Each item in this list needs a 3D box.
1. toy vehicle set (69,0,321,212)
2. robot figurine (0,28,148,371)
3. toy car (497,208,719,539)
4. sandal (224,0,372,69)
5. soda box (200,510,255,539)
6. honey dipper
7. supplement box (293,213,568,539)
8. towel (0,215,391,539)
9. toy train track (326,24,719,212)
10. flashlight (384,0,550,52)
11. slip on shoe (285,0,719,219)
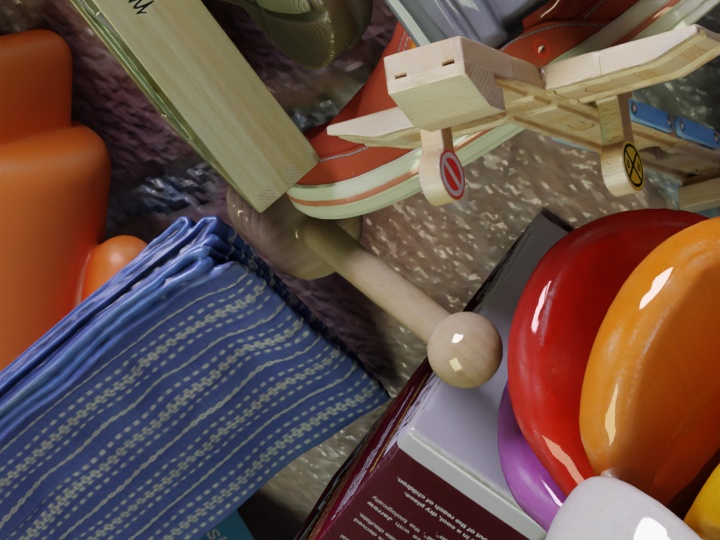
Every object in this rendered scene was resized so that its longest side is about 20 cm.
[{"bbox_3d":[-0.095,-0.115,0.897,0.200,0.026,0.124,52,176,-22],"label":"toy vehicle set"},{"bbox_3d":[-0.150,0.011,1.027,0.143,0.117,0.201,4,106,-12],"label":"robot figurine"},{"bbox_3d":[0.104,0.058,0.833,0.150,0.175,0.200,42,159,23],"label":"toy car"},{"bbox_3d":[-0.042,-0.122,0.839,0.082,0.055,0.200,53,173,-33],"label":"sandal"},{"bbox_3d":[-0.047,0.179,1.139,0.200,0.068,0.064,56,153,27],"label":"soda box"},{"bbox_3d":[0.000,0.000,0.911,0.038,0.038,0.200,52,176,-23],"label":"honey dipper"},{"bbox_3d":[0.027,0.079,1.010,0.061,0.109,0.200,34,143,0],"label":"supplement box"},{"bbox_3d":[-0.072,0.059,0.985,0.024,0.145,0.200,52,-177,24],"label":"towel"},{"bbox_3d":[0.068,-0.031,0.808,0.114,0.033,0.200,-14,167,29],"label":"toy train track"},{"bbox_3d":[-0.006,-0.151,0.771,0.201,0.068,0.068,55,164,0],"label":"flashlight"},{"bbox_3d":[0.038,-0.072,0.868,0.061,0.074,0.200,54,139,-4],"label":"slip on shoe"}]
